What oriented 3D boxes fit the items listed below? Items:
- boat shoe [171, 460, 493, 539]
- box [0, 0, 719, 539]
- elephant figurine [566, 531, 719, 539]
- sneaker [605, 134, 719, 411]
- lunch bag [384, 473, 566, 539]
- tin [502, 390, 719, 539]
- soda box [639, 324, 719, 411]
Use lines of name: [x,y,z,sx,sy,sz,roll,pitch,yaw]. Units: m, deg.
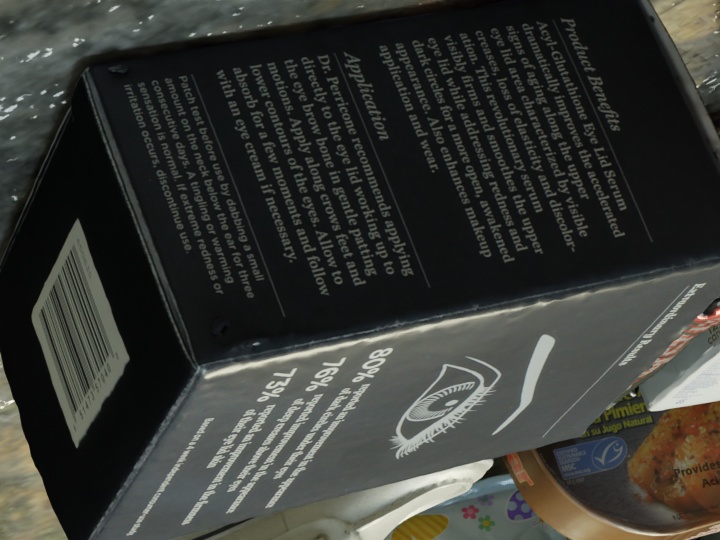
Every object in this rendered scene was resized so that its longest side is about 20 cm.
boat shoe: [-0.026,0.130,1.165,0.200,0.070,0.071,-21,160,-2]
box: [0.000,0.000,0.813,0.200,0.104,0.148,-11,157,-27]
elephant figurine: [0.206,0.098,1.198,0.200,0.155,0.141,1,176,-25]
sneaker: [0.101,0.007,0.984,0.200,0.071,0.098,-25,159,15]
lunch bag: [0.004,0.199,1.298,0.200,0.127,0.170,-9,155,-13]
tin: [0.148,0.057,1.098,0.200,0.112,0.042,-10,164,-28]
soda box: [0.201,0.005,1.082,0.200,0.068,0.064,-6,154,-35]
